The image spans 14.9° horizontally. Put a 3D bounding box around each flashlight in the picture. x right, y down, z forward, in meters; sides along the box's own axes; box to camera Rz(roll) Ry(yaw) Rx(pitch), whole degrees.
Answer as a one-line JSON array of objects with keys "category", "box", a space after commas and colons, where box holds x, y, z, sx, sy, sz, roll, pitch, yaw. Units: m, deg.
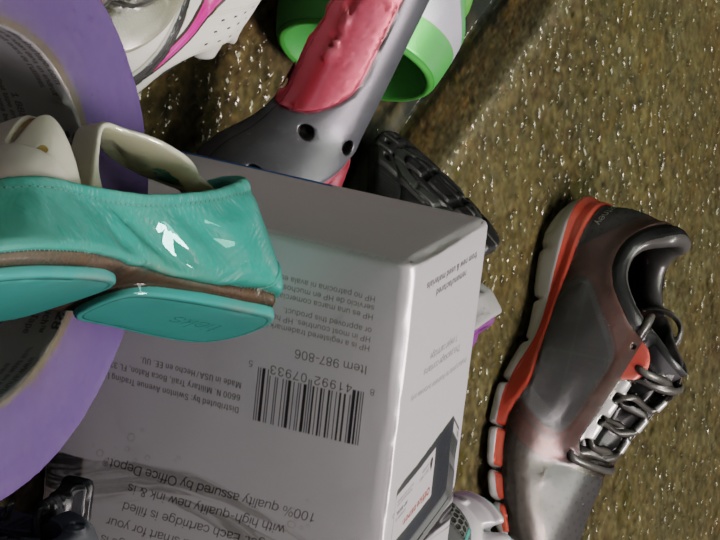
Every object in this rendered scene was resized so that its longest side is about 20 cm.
[{"category": "flashlight", "box": [-0.015, -0.088, 1.107, 0.201, 0.068, 0.068, -65, 176, 13]}]

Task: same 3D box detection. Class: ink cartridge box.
[{"category": "ink cartridge box", "box": [-0.041, 0.069, 1.056, 0.084, 0.144, 0.201, -28, 128, -63]}]

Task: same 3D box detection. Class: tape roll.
[{"category": "tape roll", "box": [-0.163, -0.021, 0.928, 0.200, 0.084, 0.202, -15, 108, -56]}]

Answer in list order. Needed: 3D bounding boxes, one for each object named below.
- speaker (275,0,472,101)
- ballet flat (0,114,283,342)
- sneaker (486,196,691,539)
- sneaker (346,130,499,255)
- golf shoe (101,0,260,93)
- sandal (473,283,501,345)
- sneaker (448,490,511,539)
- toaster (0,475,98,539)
[{"category": "speaker", "box": [0.028, -0.179, 1.202, 0.088, 0.088, 0.201, 44, 59, -52]}, {"category": "ballet flat", "box": [-0.097, -0.015, 0.910, 0.200, 0.067, 0.071, 6, 67, -58]}, {"category": "sneaker", "box": [0.122, 0.061, 1.404, 0.077, 0.081, 0.201, 22, 77, -57]}, {"category": "sneaker", "box": [0.000, 0.000, 1.213, 0.076, 0.091, 0.200, 46, 22, 1]}, {"category": "golf shoe", "box": [-0.063, -0.135, 1.088, 0.200, 0.072, 0.093, -44, 145, -37]}, {"category": "sandal", "box": [0.017, 0.063, 1.229, 0.050, 0.082, 0.203, 50, 40, 1]}, {"category": "sneaker", "box": [-0.001, 0.186, 1.260, 0.091, 0.077, 0.201, 30, 66, -39]}, {"category": "toaster", "box": [-0.163, 0.153, 0.940, 0.200, 0.113, 0.130, -21, 117, -57]}]
